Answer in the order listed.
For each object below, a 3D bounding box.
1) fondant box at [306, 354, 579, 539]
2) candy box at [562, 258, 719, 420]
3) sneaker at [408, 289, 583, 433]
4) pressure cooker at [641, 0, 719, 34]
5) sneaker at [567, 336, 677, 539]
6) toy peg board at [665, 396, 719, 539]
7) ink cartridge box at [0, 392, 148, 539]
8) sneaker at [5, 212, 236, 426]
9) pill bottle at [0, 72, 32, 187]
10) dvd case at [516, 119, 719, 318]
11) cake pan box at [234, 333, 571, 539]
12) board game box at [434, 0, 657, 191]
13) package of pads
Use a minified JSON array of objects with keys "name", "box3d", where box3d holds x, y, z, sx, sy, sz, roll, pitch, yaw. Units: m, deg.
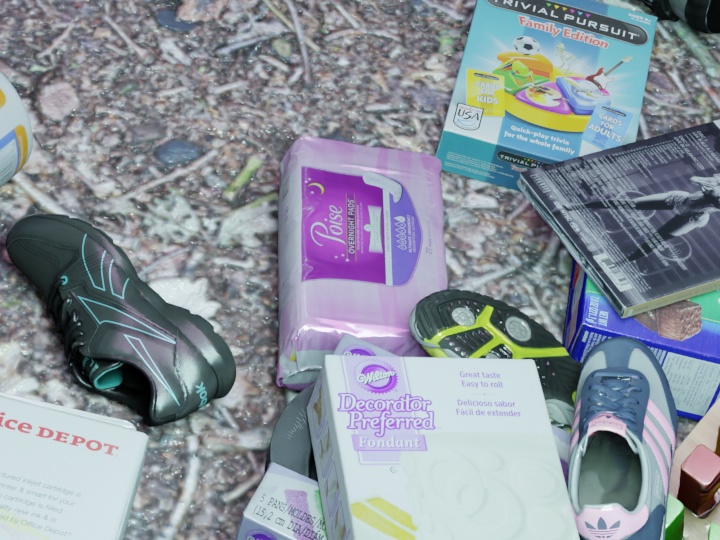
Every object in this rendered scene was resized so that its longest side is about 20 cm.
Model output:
[{"name":"fondant box","box3d":[0.053,0.147,1.412,0.144,0.058,0.200,2,47,-15]},{"name":"candy box","box3d":[0.258,0.026,1.683,0.199,0.077,0.169,14,47,-2]},{"name":"sneaker","box3d":[0.114,0.086,1.565,0.200,0.076,0.076,32,44,-11]},{"name":"pressure cooker","box3d":[0.277,-0.321,1.929,0.200,0.176,0.178,43,50,19]},{"name":"sneaker","box3d":[0.167,0.106,1.458,0.070,0.082,0.200,-6,46,11]},{"name":"toy peg board","box3d":[0.293,0.165,1.507,0.200,0.098,0.199,37,75,19]},{"name":"ink cartridge box","box3d":[-0.228,0.181,1.428,0.144,0.085,0.200,14,49,-1]},{"name":"sneaker","box3d":[-0.180,0.033,1.578,0.200,0.076,0.079,36,53,19]},{"name":"pill bottle","box3d":[-0.333,-0.064,1.603,0.112,0.112,0.200,31,50,15]},{"name":"dvd case","box3d":[0.236,-0.043,1.678,0.200,0.016,0.149,-16,50,-25]},{"name":"cake pan box","box3d":[0.034,0.148,1.479,0.200,0.052,0.184,25,44,7]},{"name":"board game box","box3d":[0.152,-0.146,1.831,0.151,0.047,0.200,15,48,0]},{"name":"package of pads","box3d":[0.000,0.000,1.647,0.120,0.076,0.200,8,48,-11]}]
